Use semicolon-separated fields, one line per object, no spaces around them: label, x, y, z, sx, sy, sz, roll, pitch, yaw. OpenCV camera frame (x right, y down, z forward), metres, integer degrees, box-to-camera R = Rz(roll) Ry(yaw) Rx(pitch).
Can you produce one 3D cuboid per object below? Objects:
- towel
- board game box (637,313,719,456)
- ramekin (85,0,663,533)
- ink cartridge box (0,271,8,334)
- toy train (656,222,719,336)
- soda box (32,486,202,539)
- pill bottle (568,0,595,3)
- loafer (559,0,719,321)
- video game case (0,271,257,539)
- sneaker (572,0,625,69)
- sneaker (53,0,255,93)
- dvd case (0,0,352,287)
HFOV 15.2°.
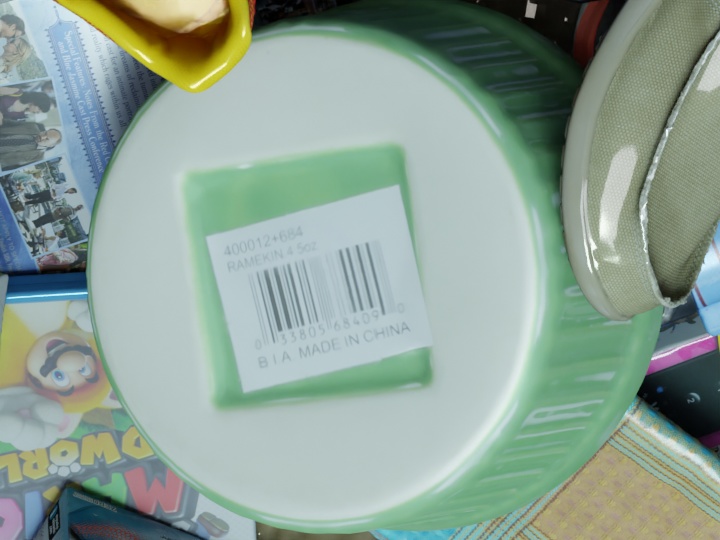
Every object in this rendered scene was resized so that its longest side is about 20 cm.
towel;0.080;0.098;1.063;0.200;0.022;0.147;36;134;1
board game box;0.184;0.060;1.093;0.200;0.064;0.148;-22;115;5
ramekin;0.000;0.000;0.961;0.200;0.098;0.200;1;94;22
ink cartridge box;-0.239;0.034;1.034;0.200;0.050;0.109;13;102;18
toy train;0.156;-0.032;1.020;0.200;0.114;0.087;-22;114;5
soda box;-0.046;0.163;1.100;0.200;0.064;0.068;23;114;-21
pill bottle;0.025;-0.186;0.942;0.200;0.112;0.112;29;109;-16
loafer;0.126;-0.075;0.894;0.068;0.076;0.200;19;88;31
video game case;-0.115;0.091;1.098;0.143;0.018;0.200;-4;120;-4
sneaker;0.162;-0.132;0.978;0.077;0.082;0.200;35;90;-17
sneaker;-0.105;-0.134;0.865;0.200;0.077;0.073;34;110;-29
dvd case;-0.092;-0.054;1.044;0.200;0.018;0.143;-14;114;3
